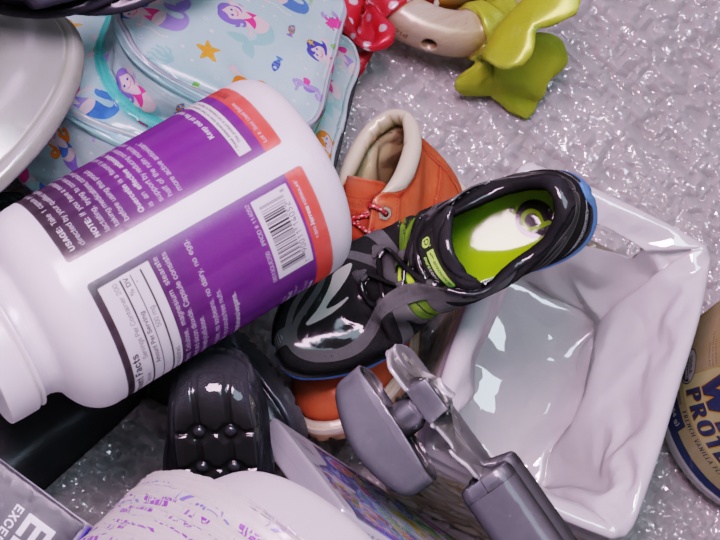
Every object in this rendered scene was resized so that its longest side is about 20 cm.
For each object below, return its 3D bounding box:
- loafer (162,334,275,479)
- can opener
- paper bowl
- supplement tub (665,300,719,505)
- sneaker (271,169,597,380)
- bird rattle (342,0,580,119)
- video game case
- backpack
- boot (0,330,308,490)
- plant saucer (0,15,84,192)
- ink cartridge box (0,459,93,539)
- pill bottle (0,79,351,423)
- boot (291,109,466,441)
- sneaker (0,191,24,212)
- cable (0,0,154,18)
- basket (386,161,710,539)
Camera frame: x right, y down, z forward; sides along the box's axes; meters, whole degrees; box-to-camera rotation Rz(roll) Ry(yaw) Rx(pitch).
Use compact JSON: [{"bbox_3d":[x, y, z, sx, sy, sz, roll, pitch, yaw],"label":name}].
[{"bbox_3d":[-0.075,0.125,1.036,0.067,0.202,0.071,3,32,1],"label":"loafer"},{"bbox_3d":[0.062,0.129,1.015,0.067,0.053,0.201,-36,87,14],"label":"can opener"},{"bbox_3d":[-0.046,0.180,0.935,0.200,0.201,0.104,43,62,2],"label":"paper bowl"},{"bbox_3d":[0.280,0.060,1.147,0.143,0.200,0.146,6,68,-15],"label":"supplement tub"},{"bbox_3d":[0.035,-0.005,1.044,0.198,0.083,0.071,-26,78,8],"label":"sneaker"},{"bbox_3d":[0.045,-0.182,1.248,0.198,0.113,0.164,10,55,1],"label":"bird rattle"},{"bbox_3d":[0.041,0.159,1.043,0.199,0.143,0.018,35,92,-23],"label":"video game case"},{"bbox_3d":[-0.106,-0.102,1.119,0.198,0.151,0.178,16,43,-2],"label":"backpack"},{"bbox_3d":[-0.152,0.093,1.073,0.199,0.066,0.165,-36,73,-30],"label":"boot"},{"bbox_3d":[-0.245,-0.088,1.026,0.201,0.199,0.050,-54,132,-26],"label":"plant saucer"},{"bbox_3d":[-0.234,0.188,0.993,0.199,0.043,0.199,36,84,-2],"label":"ink cartridge box"},{"bbox_3d":[-0.110,-0.007,0.964,0.199,0.113,0.113,-30,81,-18],"label":"pill bottle"},{"bbox_3d":[0.000,0.000,1.128,0.074,0.108,0.201,7,57,28],"label":"boot"},{"bbox_3d":[-0.236,-0.007,1.077,0.198,0.070,0.100,11,40,14],"label":"sneaker"},{"bbox_3d":[-0.169,-0.174,1.051,0.199,0.163,0.051,-23,115,-32],"label":"cable"},{"bbox_3d":[0.107,0.063,1.136,0.135,0.123,0.201,25,64,-6],"label":"basket"}]
